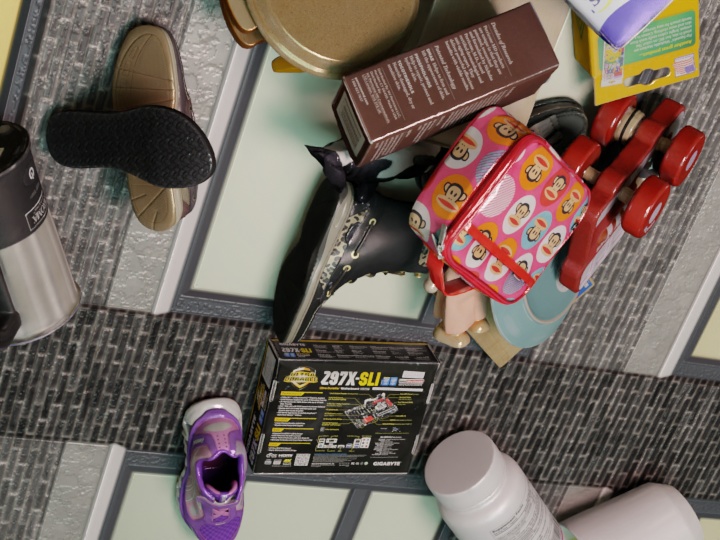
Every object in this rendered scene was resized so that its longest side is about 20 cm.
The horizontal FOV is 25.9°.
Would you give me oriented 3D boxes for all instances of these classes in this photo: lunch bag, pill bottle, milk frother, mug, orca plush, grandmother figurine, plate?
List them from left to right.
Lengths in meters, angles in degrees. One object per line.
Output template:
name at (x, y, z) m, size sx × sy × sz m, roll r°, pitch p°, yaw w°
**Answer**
milk frother at (-0.399, -0.024, 1.507) m, size 0.198 × 0.181 × 0.189 m, roll 9°, pitch 130°, yaw 26°
orca plush at (0.015, -0.096, 1.586) m, size 0.104 × 0.200 × 0.072 m, roll 18°, pitch 110°, yaw 17°
grandmother figurine at (0.108, -0.014, 1.661) m, size 0.121 × 0.060 × 0.201 m, roll -39°, pitch 142°, yaw -43°
lunch bag at (0.130, -0.051, 1.543) m, size 0.177 × 0.082 × 0.200 m, roll -52°, pitch 148°, yaw 3°
pill bottle at (0.162, 0.292, 1.912) m, size 0.113 × 0.114 × 0.200 m, roll -33°, pitch 126°, yaw 3°
plate at (0.207, -0.010, 1.719) m, size 0.199 × 0.025 × 0.202 m, roll -22°, pitch 118°, yaw -47°
mug at (0.352, 0.350, 2.028) m, size 0.152 × 0.187 × 0.150 m, roll -31°, pitch 95°, yaw -9°

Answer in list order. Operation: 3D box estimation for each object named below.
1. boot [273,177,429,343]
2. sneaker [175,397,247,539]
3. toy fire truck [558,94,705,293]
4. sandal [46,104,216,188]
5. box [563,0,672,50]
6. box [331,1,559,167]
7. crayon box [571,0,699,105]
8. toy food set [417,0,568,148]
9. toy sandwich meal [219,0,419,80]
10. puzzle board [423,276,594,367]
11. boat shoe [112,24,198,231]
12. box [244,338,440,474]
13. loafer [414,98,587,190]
boot at (0.001, 0.000, 1.690) m, size 0.153 × 0.074 × 0.205 m, roll 9°, pitch 120°, yaw -28°
sneaker at (-0.164, 0.246, 1.780) m, size 0.080 × 0.089 × 0.202 m, roll -8°, pitch 125°, yaw -16°
toy fire truck at (0.283, -0.088, 1.699) m, size 0.200 × 0.112 × 0.169 m, roll -49°, pitch 161°, yaw -29°
sandal at (-0.213, -0.124, 1.488) m, size 0.045 × 0.199 × 0.076 m, roll -16°, pitch 111°, yaw -55°
box at (0.198, -0.314, 1.445) m, size 0.200 × 0.184 × 0.105 m, roll 44°, pitch 102°, yaw -7°
box at (0.078, -0.175, 1.482) m, size 0.198 × 0.100 × 0.076 m, roll -21°, pitch 84°, yaw -11°
crayon box at (0.283, -0.283, 1.620) m, size 0.125 × 0.052 × 0.201 m, roll -16°, pitch 125°, yaw -9°
toy food set at (0.113, -0.218, 1.578) m, size 0.142 × 0.060 × 0.202 m, roll 13°, pitch 105°, yaw -23°
toy sandwich meal at (-0.040, -0.267, 1.480) m, size 0.203 × 0.070 × 0.207 m, roll 3°, pitch 84°, yaw -26°
puzzle board at (0.170, 0.012, 1.772) m, size 0.151 × 0.017 × 0.200 m, roll -42°, pitch 137°, yaw 2°
boat shoe at (-0.194, -0.142, 1.531) m, size 0.071 × 0.065 × 0.202 m, roll 4°, pitch 108°, yaw 25°
box at (-0.022, 0.158, 1.799) m, size 0.198 × 0.049 × 0.161 m, roll 2°, pitch 118°, yaw -21°
loafer at (0.158, -0.119, 1.673) m, size 0.199 × 0.063 × 0.072 m, roll -23°, pitch 125°, yaw -4°
